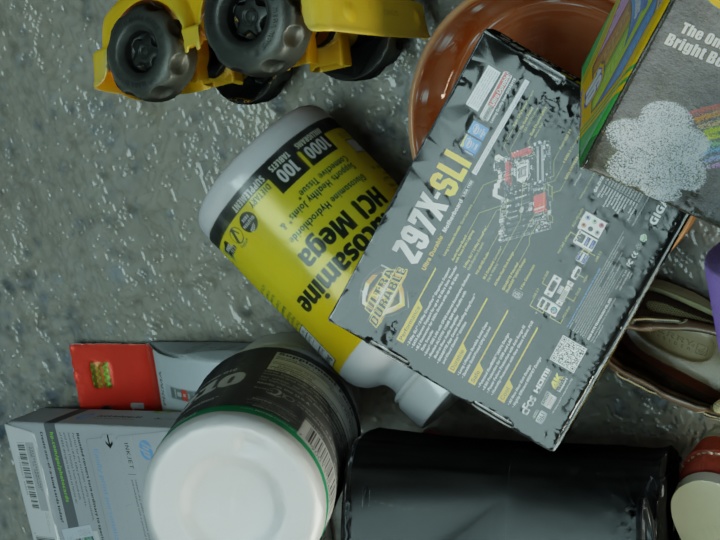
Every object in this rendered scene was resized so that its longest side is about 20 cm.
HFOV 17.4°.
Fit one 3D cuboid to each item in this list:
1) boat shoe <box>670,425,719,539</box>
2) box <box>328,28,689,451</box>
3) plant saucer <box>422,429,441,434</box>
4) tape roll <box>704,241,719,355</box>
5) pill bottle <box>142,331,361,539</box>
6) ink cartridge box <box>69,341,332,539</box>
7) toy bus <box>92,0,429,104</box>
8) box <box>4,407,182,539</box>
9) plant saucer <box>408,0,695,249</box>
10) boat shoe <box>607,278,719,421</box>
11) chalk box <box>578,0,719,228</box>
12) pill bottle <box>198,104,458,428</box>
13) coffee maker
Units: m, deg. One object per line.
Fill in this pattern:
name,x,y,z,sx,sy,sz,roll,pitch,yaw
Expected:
boat shoe,0.245,0.192,1.453,0.071,0.063,0.201,-12,115,27
box,0.097,-0.018,1.394,0.159,0.049,0.201,30,100,9
plant saucer,0.086,0.239,1.577,0.199,0.037,0.201,30,119,18
tape roll,0.291,0.008,1.284,0.199,0.200,0.066,-4,104,30
pill bottle,-0.061,0.113,1.477,0.112,0.200,0.114,2,105,9
ink cartridge box,-0.122,0.131,1.650,0.199,0.050,0.163,-1,106,26
toy bus,-0.075,-0.206,1.472,0.199,0.135,0.194,-11,88,34
box,-0.163,0.177,1.663,0.199,0.041,0.157,-2,105,47
plant saucer,0.124,-0.085,1.449,0.199,0.032,0.202,10,112,27
boat shoe,0.234,0.069,1.411,0.201,0.075,0.075,17,114,24
chalk box,0.214,-0.140,1.276,0.124,0.124,0.201,23,122,-8
pill bottle,0.000,0.000,1.499,0.200,0.112,0.113,45,122,9
coffee maker,0.089,0.153,1.433,0.198,0.192,0.136,1,68,13
